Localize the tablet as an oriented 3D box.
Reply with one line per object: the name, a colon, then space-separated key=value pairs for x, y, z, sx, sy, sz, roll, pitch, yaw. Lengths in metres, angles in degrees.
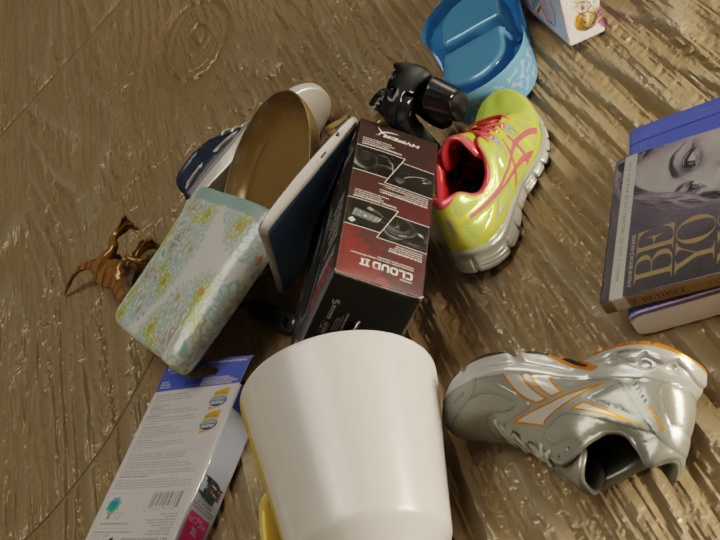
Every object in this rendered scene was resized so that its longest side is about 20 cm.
tablet: x=-0.042 y=-0.055 z=1.095 sx=0.014 sy=0.200 sz=0.130 roll=37 pitch=78 yaw=10

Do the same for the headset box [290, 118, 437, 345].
headset box: x=0.000 y=0.000 z=0.996 sx=0.149 sy=0.077 sz=0.201 roll=116 pitch=169 yaw=-46

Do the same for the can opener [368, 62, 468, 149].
can opener: x=0.055 y=-0.135 z=1.084 sx=0.064 sy=0.078 sz=0.200 roll=-57 pitch=-9 yaw=-1

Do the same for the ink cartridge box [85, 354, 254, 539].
ink cartridge box: x=-0.161 y=0.170 z=1.066 sx=0.119 sy=0.042 sz=0.201 roll=-11 pitch=47 yaw=38

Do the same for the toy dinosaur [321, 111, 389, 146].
toy dinosaur: x=-0.042 y=-0.107 z=1.228 sx=0.200 sy=0.058 sz=0.101 roll=-51 pitch=33 yaw=-17

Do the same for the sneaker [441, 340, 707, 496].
sneaker: x=0.133 y=0.107 z=0.814 sx=0.199 sy=0.076 sz=0.093 roll=-13 pitch=50 yaw=40

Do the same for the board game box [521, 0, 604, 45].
board game box: x=0.161 y=-0.346 z=1.166 sx=0.041 sy=0.201 sz=0.200 roll=-23 pitch=35 yaw=-4

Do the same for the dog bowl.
dog bowl: x=0.121 y=-0.219 z=1.198 sx=0.111 sy=0.050 sz=0.201 roll=-27 pitch=36 yaw=22

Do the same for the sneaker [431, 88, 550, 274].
sneaker: x=0.108 y=-0.098 z=1.045 sx=0.078 sy=0.090 sz=0.201 roll=-16 pitch=41 yaw=34

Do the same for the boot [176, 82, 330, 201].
boot: x=-0.126 y=-0.145 z=1.344 sx=0.200 sy=0.073 sz=0.090 roll=-43 pitch=40 yaw=0

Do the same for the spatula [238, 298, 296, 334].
spatula: x=-0.121 y=0.032 z=1.187 sx=0.199 sy=0.020 sz=0.057 roll=17 pitch=92 yaw=47

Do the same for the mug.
mug: x=-0.002 y=0.159 z=0.859 sx=0.148 sy=0.187 sz=0.154 roll=-9 pitch=52 yaw=-6

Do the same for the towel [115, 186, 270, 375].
towel: x=-0.158 y=0.005 z=1.169 sx=0.172 sy=0.048 sz=0.200 roll=-59 pitch=27 yaw=-6

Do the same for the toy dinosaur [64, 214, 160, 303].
toy dinosaur: x=-0.286 y=-0.006 z=1.365 sx=0.107 sy=0.060 sz=0.199 roll=-52 pitch=35 yaw=-12

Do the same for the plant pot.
plant pot: x=-0.089 y=-0.082 z=1.214 sx=0.200 sy=0.027 sz=0.202 roll=-32 pitch=51 yaw=51

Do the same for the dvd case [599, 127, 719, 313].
dvd case: x=0.267 y=-0.052 z=0.850 sx=0.199 sy=0.016 sz=0.150 roll=-18 pitch=41 yaw=35

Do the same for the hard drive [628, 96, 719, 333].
hard drive: x=0.264 y=-0.052 z=0.895 sx=0.131 sy=0.025 sz=0.201 roll=-19 pitch=40 yaw=30
